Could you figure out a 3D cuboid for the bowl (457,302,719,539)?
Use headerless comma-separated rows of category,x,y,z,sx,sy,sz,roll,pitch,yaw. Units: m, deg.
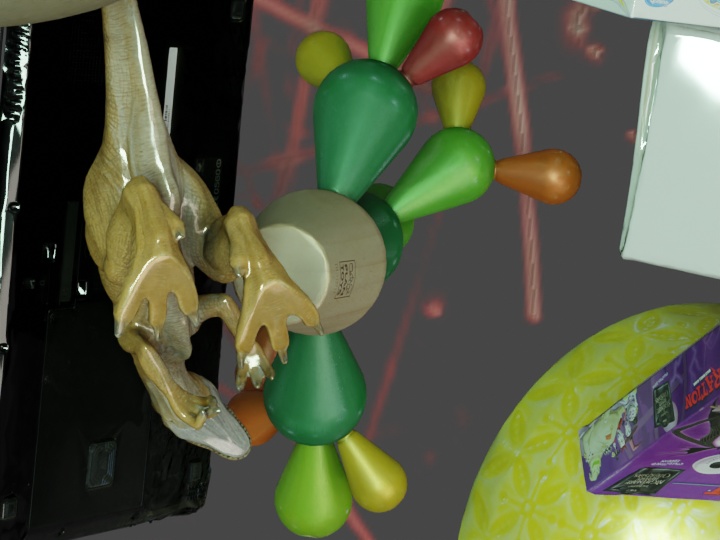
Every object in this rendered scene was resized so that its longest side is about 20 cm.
bowl,0.147,0.121,1.073,0.199,0.108,0.201,-7,104,-27

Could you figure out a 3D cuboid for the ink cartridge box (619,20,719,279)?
ink cartridge box,0.195,-0.033,0.949,0.145,0.199,0.084,-35,136,-74

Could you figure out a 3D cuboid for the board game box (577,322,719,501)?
board game box,0.191,0.052,0.976,0.199,0.032,0.120,5,158,-23

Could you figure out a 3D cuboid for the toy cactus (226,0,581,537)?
toy cactus,0.000,0.000,0.914,0.165,0.102,0.201,-25,137,-77

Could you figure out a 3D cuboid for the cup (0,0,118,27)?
cup,-0.099,-0.139,0.701,0.200,0.200,0.143,-46,148,0

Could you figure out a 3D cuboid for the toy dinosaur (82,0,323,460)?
toy dinosaur,-0.061,-0.022,0.795,0.060,0.106,0.201,-15,119,-21

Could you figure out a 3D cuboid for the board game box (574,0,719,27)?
board game box,0.127,-0.104,0.932,0.199,0.134,0.034,2,104,-35

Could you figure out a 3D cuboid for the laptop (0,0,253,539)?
laptop,-0.129,-0.012,0.832,0.200,0.103,0.178,-6,103,-61
